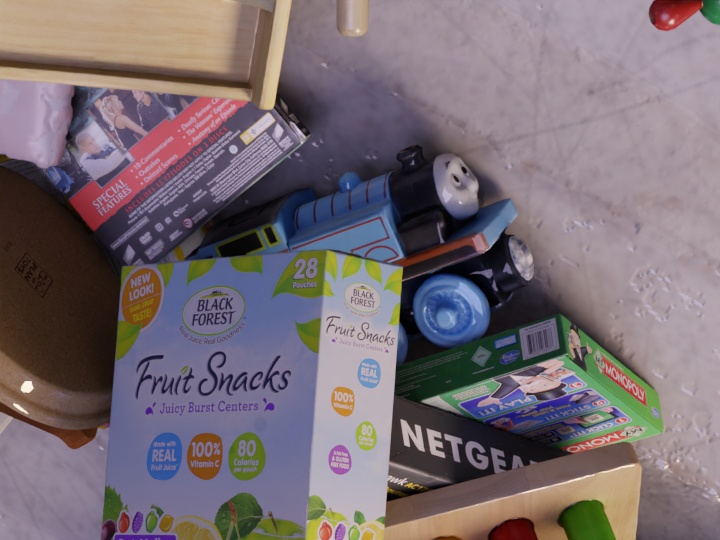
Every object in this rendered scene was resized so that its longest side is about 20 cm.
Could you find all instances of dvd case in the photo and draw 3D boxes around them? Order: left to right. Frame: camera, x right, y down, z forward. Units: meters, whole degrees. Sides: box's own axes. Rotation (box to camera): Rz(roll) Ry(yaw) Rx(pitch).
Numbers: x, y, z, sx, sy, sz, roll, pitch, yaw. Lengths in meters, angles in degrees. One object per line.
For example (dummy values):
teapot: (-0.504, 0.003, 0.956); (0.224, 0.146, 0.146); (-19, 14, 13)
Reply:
dvd case: (-0.143, -0.113, 1.660); (0.146, 0.022, 0.200); (-39, 93, 24)

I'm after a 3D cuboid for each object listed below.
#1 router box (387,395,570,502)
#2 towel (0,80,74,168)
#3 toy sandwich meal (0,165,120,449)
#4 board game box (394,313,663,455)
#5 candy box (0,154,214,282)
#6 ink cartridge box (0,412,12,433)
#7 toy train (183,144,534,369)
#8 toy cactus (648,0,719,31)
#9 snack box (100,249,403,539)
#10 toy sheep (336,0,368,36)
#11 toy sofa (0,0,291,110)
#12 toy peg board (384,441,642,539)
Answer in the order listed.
router box: (0.018, 0.137, 1.669); (0.200, 0.051, 0.149); (19, 141, -40)
towel: (-0.243, -0.176, 1.647); (0.191, 0.032, 0.200); (15, 109, 16)
toy sandwich meal: (-0.207, 0.022, 1.649); (0.070, 0.205, 0.205); (-37, 101, 26)
board game box: (0.059, 0.089, 1.675); (0.200, 0.029, 0.135); (-19, 151, 23)
candy box: (-0.191, -0.031, 1.735); (0.200, 0.026, 0.102); (-13, 109, 22)
ink cartridge box: (-0.313, 0.045, 1.755); (0.200, 0.083, 0.147); (47, 139, -10)
toy train: (0.000, 0.000, 1.662); (0.200, 0.087, 0.114); (-20, 103, 25)
toy cactus: (0.243, -0.147, 1.518); (0.200, 0.102, 0.165); (-11, 123, 12)
snack box: (-0.063, 0.094, 1.567); (0.168, 0.068, 0.200); (-5, 76, 44)
toy sheep: (0.002, -0.224, 1.519); (0.138, 0.138, 0.200); (6, 98, 14)
toy sofa: (-0.143, -0.146, 1.566); (0.200, 0.098, 0.083); (3, 108, -20)
toy peg board: (0.074, 0.216, 1.645); (0.199, 0.098, 0.200); (-14, 141, -10)
